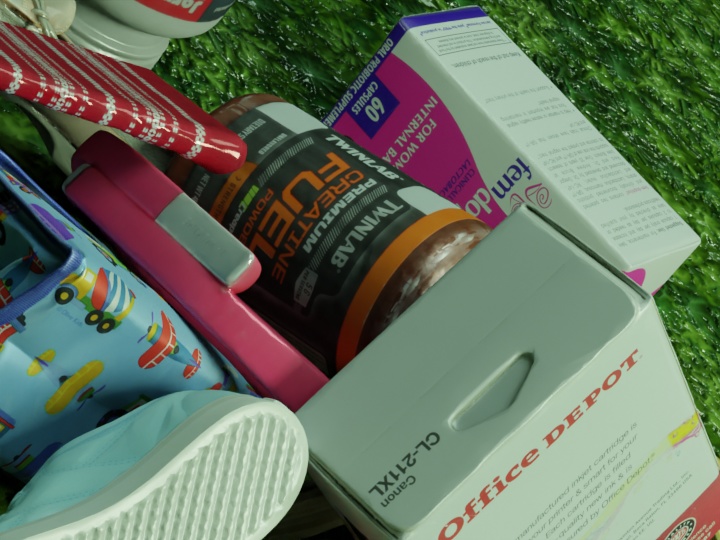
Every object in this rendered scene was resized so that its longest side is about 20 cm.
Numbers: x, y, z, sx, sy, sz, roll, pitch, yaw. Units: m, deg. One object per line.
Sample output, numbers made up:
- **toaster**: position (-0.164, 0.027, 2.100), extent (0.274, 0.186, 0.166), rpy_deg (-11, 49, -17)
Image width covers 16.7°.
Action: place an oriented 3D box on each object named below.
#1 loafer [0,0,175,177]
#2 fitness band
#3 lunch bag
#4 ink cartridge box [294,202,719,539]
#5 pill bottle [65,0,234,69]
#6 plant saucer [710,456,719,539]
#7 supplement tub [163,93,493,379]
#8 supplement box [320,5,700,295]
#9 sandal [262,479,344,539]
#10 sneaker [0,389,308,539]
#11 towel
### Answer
- **loafer**: position (-0.151, -0.108, 1.197), extent (0.200, 0.063, 0.072), rpy_deg (51, 9, -29)
- **fitness band**: position (-0.065, 0.015, 1.092), extent (0.200, 0.037, 0.144), rpy_deg (42, -10, 37)
- **lunch bag**: position (-0.151, 0.001, 1.062), extent (0.151, 0.094, 0.200), rpy_deg (42, 7, -48)
- **ink cartridge box**: position (0.070, 0.087, 1.057), extent (0.083, 0.146, 0.200), rpy_deg (41, -12, 35)
- **pill bottle**: position (-0.103, -0.195, 1.306), extent (0.119, 0.200, 0.120), rpy_deg (29, 29, -18)
- **plant saucer**: position (0.221, 0.186, 1.250), extent (0.200, 0.048, 0.200), rpy_deg (40, 14, -20)
- **supplement tub**: position (0.000, 0.000, 1.191), extent (0.200, 0.107, 0.107), rpy_deg (32, 22, 29)
- **supplement box**: position (0.083, -0.047, 1.422), extent (0.200, 0.101, 0.103), rpy_deg (47, 29, 15)
- **sandal**: position (0.031, 0.118, 1.176), extent (0.212, 0.078, 0.070), rpy_deg (-16, 91, -50)
- **sneaker**: position (-0.115, 0.112, 0.955), extent (0.200, 0.082, 0.074), rpy_deg (-30, 111, -29)
- **towel**: position (-0.158, -0.091, 1.079), extent (0.200, 0.023, 0.145), rpy_deg (17, 9, -27)
